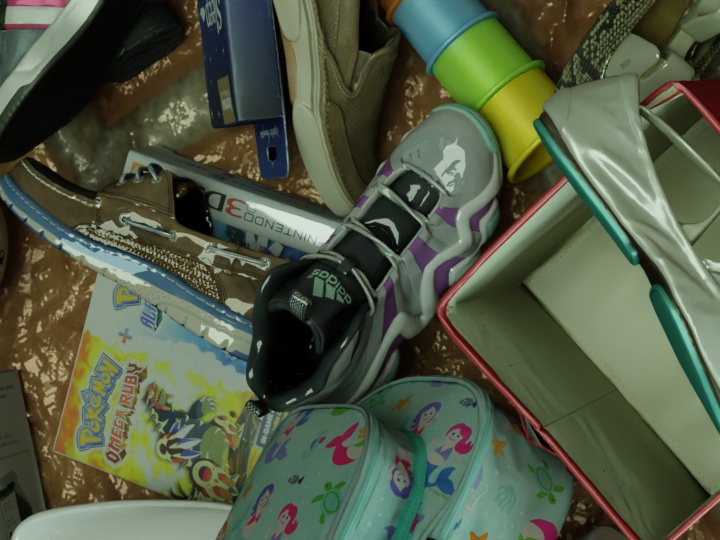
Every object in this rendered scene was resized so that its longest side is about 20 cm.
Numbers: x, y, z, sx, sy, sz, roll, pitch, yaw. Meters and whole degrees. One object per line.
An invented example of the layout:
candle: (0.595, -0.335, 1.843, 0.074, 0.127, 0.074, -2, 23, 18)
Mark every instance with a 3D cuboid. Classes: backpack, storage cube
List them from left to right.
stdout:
backpack: (0.014, 0.149, 1.181, 0.151, 0.177, 0.200, 41, 71, -20)
storage cube: (0.177, 0.017, 1.167, 0.200, 0.180, 0.171, -45, 79, 20)

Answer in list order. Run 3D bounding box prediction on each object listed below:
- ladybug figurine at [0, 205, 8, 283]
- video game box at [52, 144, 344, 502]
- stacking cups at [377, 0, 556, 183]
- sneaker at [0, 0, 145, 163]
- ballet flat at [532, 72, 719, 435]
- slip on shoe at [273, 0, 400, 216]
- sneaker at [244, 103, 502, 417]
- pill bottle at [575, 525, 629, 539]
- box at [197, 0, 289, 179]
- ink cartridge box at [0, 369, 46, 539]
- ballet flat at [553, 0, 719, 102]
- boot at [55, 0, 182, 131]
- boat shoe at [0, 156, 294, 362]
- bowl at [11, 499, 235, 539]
ladybug figurine: (-0.300, 0.020, 1.388, 0.200, 0.136, 0.072, -33, 116, 7)
video game box: (-0.079, 0.045, 1.343, 0.182, 0.047, 0.201, 19, 101, 21)
stacking cups: (0.045, -0.141, 1.273, 0.061, 0.060, 0.200, -46, 75, 19)
sneaker: (-0.197, -0.173, 1.292, 0.121, 0.084, 0.200, 36, 97, 16)
ballet flat: (0.156, -0.007, 1.048, 0.069, 0.069, 0.200, -33, 82, 21)
slip on shoe: (-0.007, -0.121, 1.257, 0.060, 0.076, 0.201, -5, 117, 14)
sneaker: (0.000, 0.000, 1.207, 0.078, 0.140, 0.200, 31, 105, 21)
pill bottle: (0.082, 0.234, 1.255, 0.200, 0.120, 0.120, -37, 81, 20)
box: (-0.073, -0.151, 1.284, 0.032, 0.121, 0.201, -8, 93, -10)
ink cartridge box: (-0.277, 0.176, 1.411, 0.146, 0.083, 0.201, -11, 91, 23)
ballet flat: (0.175, -0.135, 1.186, 0.068, 0.075, 0.200, 37, 91, -26)
boot: (-0.215, -0.154, 1.374, 0.200, 0.070, 0.132, -30, 81, 10)
boat shoe: (-0.120, -0.023, 1.298, 0.200, 0.072, 0.073, 30, 94, 14)
bowl: (-0.111, 0.233, 1.322, 0.199, 0.075, 0.200, -6, 88, 29)
